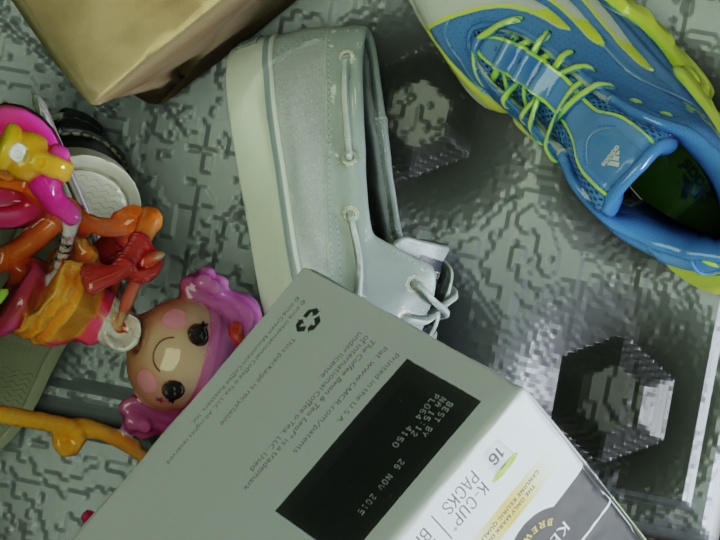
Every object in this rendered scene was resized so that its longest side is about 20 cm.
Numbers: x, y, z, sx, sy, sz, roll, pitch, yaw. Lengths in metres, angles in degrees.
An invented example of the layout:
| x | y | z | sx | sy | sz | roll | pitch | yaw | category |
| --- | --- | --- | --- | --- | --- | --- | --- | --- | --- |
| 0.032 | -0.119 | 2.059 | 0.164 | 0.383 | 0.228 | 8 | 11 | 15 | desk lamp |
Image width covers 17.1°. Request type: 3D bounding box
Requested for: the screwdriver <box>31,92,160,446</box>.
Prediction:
| x | y | z | sx | sy | sz | roll | pitch | yaw | category |
| --- | --- | --- | --- | --- | --- | --- | --- | --- | --- |
| -0.095 | 0.021 | 0.957 | 0.029 | 0.028 | 0.201 | -33 | 115 | -15 | screwdriver |

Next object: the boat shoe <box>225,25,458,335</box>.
| x | y | z | sx | sy | sz | roll | pitch | yaw | category |
| --- | --- | --- | --- | --- | --- | --- | --- | --- | --- |
| 0.000 | -0.001 | 0.954 | 0.071 | 0.070 | 0.202 | -13 | 89 | 13 | boat shoe |

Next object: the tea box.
| x | y | z | sx | sy | sz | roll | pitch | yaw | category |
| --- | --- | --- | --- | --- | --- | --- | --- | --- | --- |
| 0.001 | 0.147 | 0.859 | 0.200 | 0.133 | 0.197 | -48 | 129 | -11 | tea box |

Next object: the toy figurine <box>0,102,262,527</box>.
| x | y | z | sx | sy | sz | roll | pitch | yaw | category |
| --- | --- | --- | --- | --- | --- | --- | --- | --- | --- |
| -0.109 | 0.033 | 0.907 | 0.183 | 0.150 | 0.201 | 26 | 86 | -21 | toy figurine |

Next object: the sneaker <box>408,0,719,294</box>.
| x | y | z | sx | sy | sz | roll | pitch | yaw | category |
| --- | --- | --- | --- | --- | --- | --- | --- | --- | --- |
| 0.089 | -0.072 | 0.916 | 0.200 | 0.105 | 0.076 | 42 | 99 | 4 | sneaker |

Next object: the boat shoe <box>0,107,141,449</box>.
| x | y | z | sx | sy | sz | roll | pitch | yaw | category |
| --- | --- | --- | --- | --- | --- | --- | --- | --- | --- |
| -0.164 | 0.022 | 0.994 | 0.072 | 0.068 | 0.200 | 29 | 106 | -35 | boat shoe |

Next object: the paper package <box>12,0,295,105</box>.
| x | y | z | sx | sy | sz | roll | pitch | yaw | category |
| --- | --- | --- | --- | --- | --- | --- | --- | --- | --- |
| -0.081 | -0.195 | 0.939 | 0.190 | 0.103 | 0.200 | -37 | 88 | 11 | paper package |
